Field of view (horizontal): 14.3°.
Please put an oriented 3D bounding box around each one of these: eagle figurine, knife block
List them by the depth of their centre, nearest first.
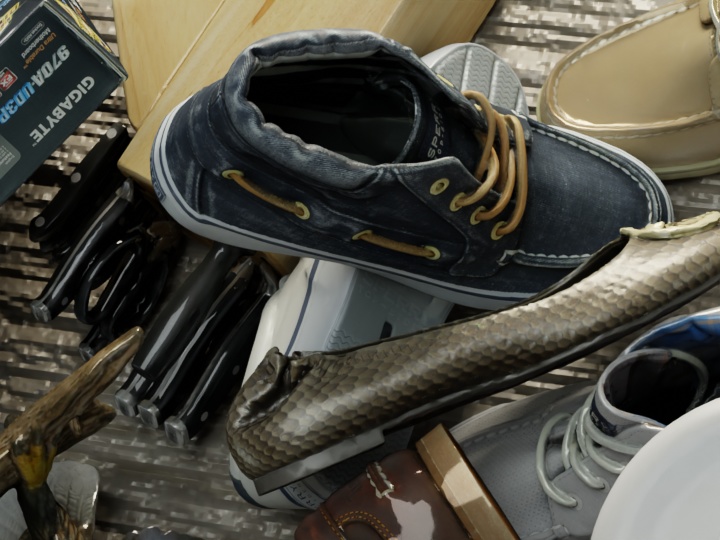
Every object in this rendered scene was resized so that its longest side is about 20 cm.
[{"bbox_3d":[-0.088,0.149,1.026,0.200,0.151,0.152,53,136,-4],"label":"eagle figurine"},{"bbox_3d":[-0.031,-0.035,1.104,0.199,0.064,0.176,-17,63,12],"label":"knife block"}]

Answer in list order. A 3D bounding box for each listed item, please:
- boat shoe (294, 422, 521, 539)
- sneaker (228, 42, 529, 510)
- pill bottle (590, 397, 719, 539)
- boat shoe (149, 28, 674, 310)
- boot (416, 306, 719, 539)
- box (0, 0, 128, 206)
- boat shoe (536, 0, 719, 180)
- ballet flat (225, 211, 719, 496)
[{"bbox_3d":[0.054,0.152,0.967,0.070,0.070,0.200,-34,79,-1],"label":"boat shoe"},{"bbox_3d":[0.000,0.000,1.074,0.071,0.073,0.200,-13,43,50],"label":"sneaker"},{"bbox_3d":[0.148,0.121,0.893,0.115,0.200,0.116,-8,65,18],"label":"pill bottle"},{"bbox_3d":[0.033,-0.033,1.000,0.200,0.091,0.071,7,73,-21],"label":"boat shoe"},{"bbox_3d":[0.089,0.054,1.002,0.199,0.096,0.074,-18,63,12],"label":"boot"},{"bbox_3d":[-0.184,-0.036,1.110,0.200,0.046,0.159,-46,20,2],"label":"box"},{"bbox_3d":[0.156,-0.088,1.057,0.199,0.065,0.072,-13,63,15],"label":"boat shoe"},{"bbox_3d":[0.045,0.019,0.990,0.200,0.067,0.046,-24,85,-6],"label":"ballet flat"}]
